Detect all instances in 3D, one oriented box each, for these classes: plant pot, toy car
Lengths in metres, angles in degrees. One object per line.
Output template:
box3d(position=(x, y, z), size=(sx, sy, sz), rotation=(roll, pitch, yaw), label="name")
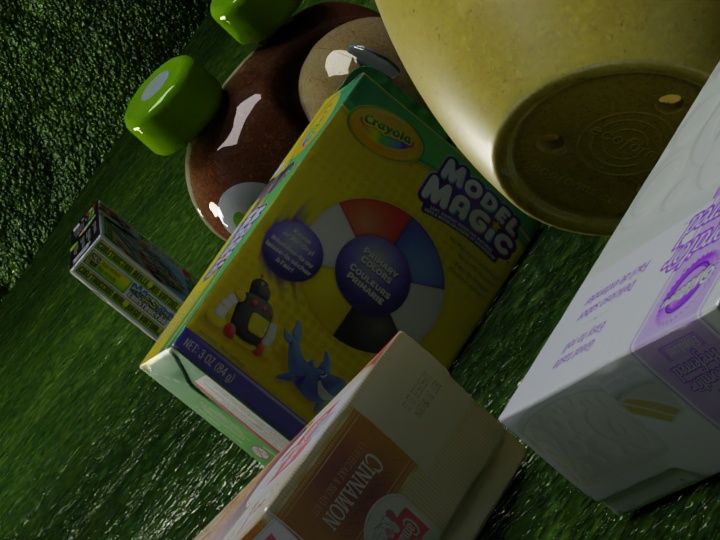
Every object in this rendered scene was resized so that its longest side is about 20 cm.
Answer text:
box3d(position=(0.098, -0.098, 1.165), size=(0.200, 0.200, 0.142), rotation=(-43, 36, 40), label="plant pot")
box3d(position=(-0.004, -0.079, 1.639), size=(0.158, 0.164, 0.200), rotation=(-53, 22, -14), label="toy car")

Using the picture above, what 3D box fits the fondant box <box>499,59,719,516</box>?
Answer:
box3d(position=(0.143, -0.026, 0.978), size=(0.200, 0.058, 0.144), rotation=(-57, 11, -28), label="fondant box")

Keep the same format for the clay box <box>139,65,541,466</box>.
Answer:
box3d(position=(0.000, 0.000, 1.388), size=(0.200, 0.115, 0.048), rotation=(-56, 11, -26), label="clay box")

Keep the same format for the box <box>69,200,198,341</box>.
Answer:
box3d(position=(-0.155, 0.008, 2.122), size=(0.035, 0.110, 0.200), rotation=(-50, 10, 3), label="box")

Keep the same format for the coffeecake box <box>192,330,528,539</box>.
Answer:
box3d(position=(-0.042, 0.137, 1.140), size=(0.200, 0.073, 0.154), rotation=(-46, 2, 30), label="coffeecake box")
